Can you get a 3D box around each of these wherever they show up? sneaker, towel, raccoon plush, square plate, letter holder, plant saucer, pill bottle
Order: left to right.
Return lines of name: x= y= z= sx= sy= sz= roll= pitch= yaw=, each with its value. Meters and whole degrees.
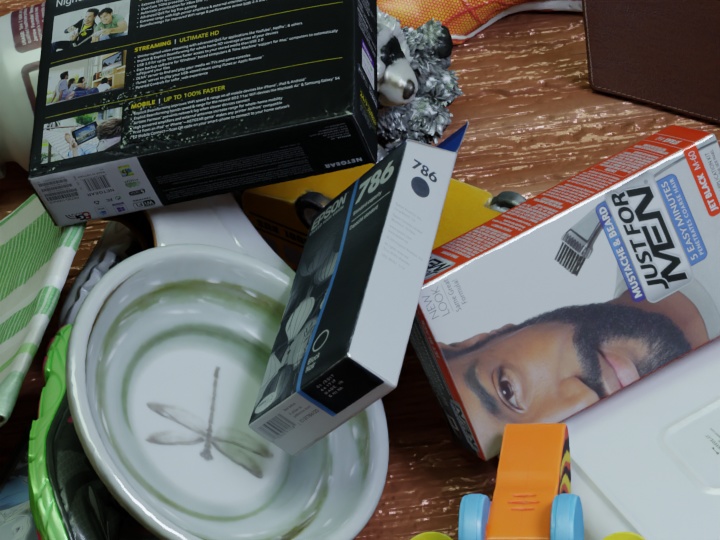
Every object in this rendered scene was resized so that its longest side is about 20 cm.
towel: x=-0.220 y=0.032 z=1.639 sx=0.152 sy=0.023 sz=0.201 roll=-33 pitch=30 yaw=46
pill bottle: x=-0.180 y=-0.125 z=1.793 sx=0.199 sy=0.110 sz=0.110 roll=-17 pitch=44 yaw=2
sneaker: x=-0.140 y=0.103 z=1.547 sx=0.083 sy=0.077 sz=0.201 roll=-5 pitch=47 yaw=5
sneaker: x=-0.127 y=-0.020 z=1.719 sx=0.081 sy=0.075 sz=0.200 roll=1 pitch=45 yaw=48
plant saucer: x=-0.080 y=0.083 z=1.530 sx=0.199 sy=0.050 sz=0.201 roll=18 pitch=53 yaw=-25
sneaker: x=-0.085 y=0.018 z=1.631 sx=0.084 sy=0.073 sz=0.200 roll=-32 pitch=71 yaw=-21
raccoon plush: x=-0.034 y=-0.124 z=1.741 sx=0.199 sy=0.134 sz=0.097 roll=0 pitch=77 yaw=39
sneaker: x=0.094 y=-0.205 z=1.844 sx=0.199 sy=0.077 sz=0.073 roll=-15 pitch=45 yaw=-1
square plate: x=0.203 y=0.103 z=1.542 sx=0.197 sy=0.029 sz=0.200 roll=-28 pitch=46 yaw=-15
letter holder: x=0.246 y=-0.173 z=1.730 sx=0.199 sy=0.143 sz=0.101 roll=18 pitch=51 yaw=27

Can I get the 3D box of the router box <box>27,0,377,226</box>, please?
router box: x=-0.090 y=-0.114 z=1.612 sx=0.199 sy=0.051 sz=0.150 roll=-10 pitch=51 yaw=13

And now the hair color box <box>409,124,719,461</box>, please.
hair color box: x=0.126 y=0.011 z=1.568 sx=0.199 sy=0.111 sz=0.064 roll=-28 pitch=15 yaw=-11

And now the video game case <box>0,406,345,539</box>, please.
video game case: x=-0.119 y=0.140 z=1.576 sx=0.199 sy=0.026 sz=0.181 roll=10 pitch=48 yaw=21

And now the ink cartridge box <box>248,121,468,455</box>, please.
ink cartridge box: x=0.000 y=0.000 z=1.537 sx=0.039 sy=0.099 sz=0.201 roll=33 pitch=47 yaw=-18

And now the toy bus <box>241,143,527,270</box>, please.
toy bus: x=0.024 y=-0.021 z=1.670 sx=0.199 sy=0.079 sz=0.065 roll=22 pitch=52 yaw=30

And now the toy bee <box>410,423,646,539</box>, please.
toy bee: x=0.079 y=0.170 z=1.459 sx=0.130 sy=0.109 sz=0.200 roll=10 pitch=29 yaw=29
